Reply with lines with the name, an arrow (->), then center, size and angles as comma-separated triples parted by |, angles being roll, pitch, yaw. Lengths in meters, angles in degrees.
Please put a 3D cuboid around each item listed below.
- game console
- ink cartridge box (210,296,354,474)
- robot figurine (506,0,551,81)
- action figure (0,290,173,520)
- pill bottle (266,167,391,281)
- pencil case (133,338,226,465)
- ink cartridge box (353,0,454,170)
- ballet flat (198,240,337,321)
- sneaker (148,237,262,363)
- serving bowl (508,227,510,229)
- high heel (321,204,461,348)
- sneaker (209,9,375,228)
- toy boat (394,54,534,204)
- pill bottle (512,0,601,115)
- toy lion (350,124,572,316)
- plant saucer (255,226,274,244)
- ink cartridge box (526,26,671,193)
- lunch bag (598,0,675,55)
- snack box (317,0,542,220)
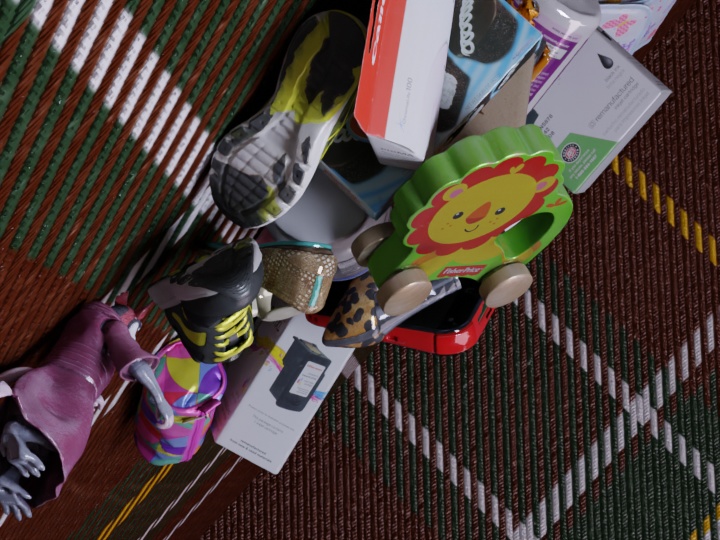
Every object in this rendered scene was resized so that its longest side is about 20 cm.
game console -> 0.059, 0.008, 1.584 | 0.200, 0.175, 0.031 | -55, 146, -47
ink cartridge box -> -0.084, 0.098, 1.707 | 0.201, 0.082, 0.146 | -59, -163, 7
robot figurine -> 0.098, -0.180, 1.465 | 0.200, 0.146, 0.058 | -42, 132, 21
action figure -> -0.226, 0.082, 1.178 | 0.133, 0.149, 0.201 | -15, -143, 40
pill bottle -> -0.029, -0.057, 1.387 | 0.114, 0.114, 0.200 | -46, 172, -3
pencil case -> -0.192, 0.143, 1.633 | 0.088, 0.088, 0.200 | -43, 173, -24
ink cartridge box -> 0.038, -0.168, 1.138 | 0.200, 0.056, 0.165 | 72, 26, -85
ballet flat -> -0.087, 0.009, 1.311 | 0.199, 0.070, 0.066 | 1, -97, 62
sneaker -> -0.108, 0.029, 1.234 | 0.074, 0.085, 0.200 | -30, -174, -16
serving bowl -> 0.121, -0.101, 1.669 | 0.200, 0.198, 0.067 | -33, 132, -62
high heel -> 0.000, 0.000, 1.532 | 0.142, 0.072, 0.200 | -28, -148, -6
sneaker -> -0.040, -0.113, 1.179 | 0.200, 0.074, 0.085 | -51, 172, 29
toy boat -> 0.066, -0.140, 1.359 | 0.130, 0.130, 0.202 | -12, -116, 55
pill bottle -> 0.144, -0.214, 1.572 | 0.200, 0.112, 0.112 | -52, 171, 30
toy lion -> 0.099, -0.046, 1.252 | 0.199, 0.069, 0.192 | -2, 146, -43
plant saucer -> -0.035, -0.058, 1.603 | 0.201, 0.051, 0.201 | -47, 173, -7
ink cartridge box -> 0.209, -0.203, 1.667 | 0.146, 0.200, 0.084 | -50, 169, 16
lunch bag -> 0.296, -0.315, 1.878 | 0.199, 0.127, 0.170 | -35, 165, -31
snack box -> 0.038, -0.153, 1.259 | 0.200, 0.116, 0.037 | -47, 173, -5
